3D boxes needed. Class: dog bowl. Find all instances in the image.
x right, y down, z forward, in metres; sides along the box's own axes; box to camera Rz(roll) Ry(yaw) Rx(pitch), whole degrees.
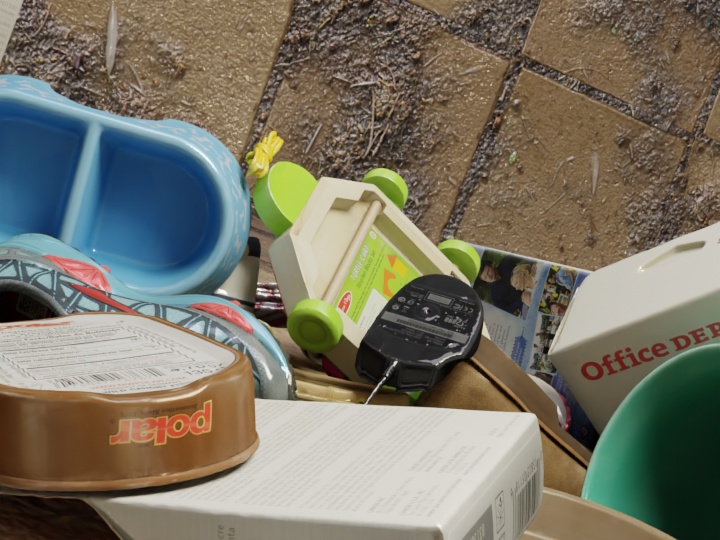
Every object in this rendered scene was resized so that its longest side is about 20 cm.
[{"bbox_3d":[-0.159,-0.044,0.804,0.197,0.113,0.050,16,3,-6],"label":"dog bowl"}]

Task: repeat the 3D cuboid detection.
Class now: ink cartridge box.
[{"bbox_3d":[-0.040,0.091,0.551,0.197,0.051,0.162,-2,7,19],"label":"ink cartridge box"},{"bbox_3d":[0.222,0.081,0.808,0.201,0.144,0.088,57,35,-14],"label":"ink cartridge box"}]

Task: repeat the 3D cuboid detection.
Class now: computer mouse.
[{"bbox_3d":[0.012,0.068,0.730,0.058,0.034,0.200,18,41,21],"label":"computer mouse"}]

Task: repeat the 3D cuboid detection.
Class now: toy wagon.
[{"bbox_3d":[0.000,0.000,0.857,0.200,0.039,0.156,44,38,-13],"label":"toy wagon"}]

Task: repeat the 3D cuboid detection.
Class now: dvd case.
[{"bbox_3d":[0.105,0.063,0.953,0.017,0.145,0.199,12,2,-33],"label":"dvd case"}]

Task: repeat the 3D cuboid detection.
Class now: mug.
[{"bbox_3d":[0.193,0.123,0.708,0.114,0.153,0.185,26,0,-29],"label":"mug"}]

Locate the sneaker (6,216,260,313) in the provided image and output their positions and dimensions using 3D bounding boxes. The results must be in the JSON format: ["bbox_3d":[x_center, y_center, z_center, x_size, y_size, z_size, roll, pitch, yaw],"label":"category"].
[{"bbox_3d":[-0.156,-0.014,0.871,0.197,0.072,0.073,15,-10,-4],"label":"sneaker"}]

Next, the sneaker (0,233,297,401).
[{"bbox_3d":[-0.130,0.049,0.712,0.198,0.080,0.095,18,20,18],"label":"sneaker"}]

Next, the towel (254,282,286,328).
[{"bbox_3d":[-0.081,0.020,0.994,0.197,0.030,0.146,5,-8,-16],"label":"towel"}]

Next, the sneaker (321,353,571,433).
[{"bbox_3d":[0.053,0.091,0.924,0.074,0.082,0.199,17,2,-45],"label":"sneaker"}]

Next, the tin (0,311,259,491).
[{"bbox_3d":[-0.112,0.047,0.574,0.111,0.043,0.199,-1,6,-28],"label":"tin"}]

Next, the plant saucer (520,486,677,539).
[{"bbox_3d":[0.066,0.132,0.601,0.197,0.030,0.200,11,11,-2],"label":"plant saucer"}]

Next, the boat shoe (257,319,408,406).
[{"bbox_3d":[-0.065,0.060,0.789,0.198,0.067,0.074,22,4,8],"label":"boat shoe"}]

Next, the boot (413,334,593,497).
[{"bbox_3d":[0.108,0.128,0.814,0.200,0.076,0.074,44,-7,-13],"label":"boot"}]

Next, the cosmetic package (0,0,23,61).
[{"bbox_3d":[-0.414,-0.184,1.195,0.165,0.202,0.166,21,4,4],"label":"cosmetic package"}]

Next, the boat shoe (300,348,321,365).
[{"bbox_3d":[-0.020,0.048,1.165,0.074,0.069,0.200,18,-19,35],"label":"boat shoe"}]
